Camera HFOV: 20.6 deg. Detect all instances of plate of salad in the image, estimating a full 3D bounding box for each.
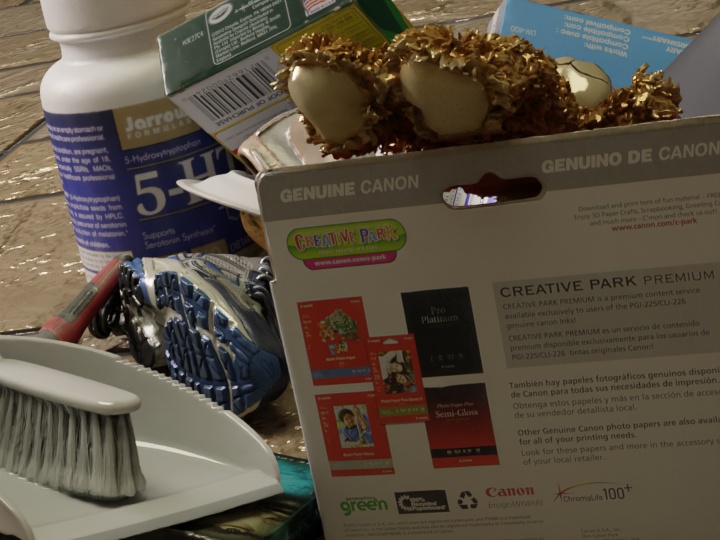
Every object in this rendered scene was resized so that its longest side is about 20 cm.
[{"bbox_3d":[-0.010,-0.016,1.124,0.199,0.048,0.200,14,5,-1],"label":"plate of salad"}]

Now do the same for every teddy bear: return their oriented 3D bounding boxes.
[{"bbox_3d":[0.053,-0.068,0.799,0.199,0.067,0.145,9,-13,-38],"label":"teddy bear"}]

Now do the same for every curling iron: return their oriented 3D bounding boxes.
[{"bbox_3d":[-0.165,0.049,1.104,0.025,0.050,0.200,-6,24,23],"label":"curling iron"}]

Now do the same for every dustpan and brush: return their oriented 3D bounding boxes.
[{"bbox_3d":[-0.142,0.046,0.797,0.199,0.058,0.139,16,15,36],"label":"dustpan and brush"}]

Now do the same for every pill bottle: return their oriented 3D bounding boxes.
[{"bbox_3d":[-0.133,-0.087,1.233,0.119,0.201,0.120,-12,17,4],"label":"pill bottle"}]

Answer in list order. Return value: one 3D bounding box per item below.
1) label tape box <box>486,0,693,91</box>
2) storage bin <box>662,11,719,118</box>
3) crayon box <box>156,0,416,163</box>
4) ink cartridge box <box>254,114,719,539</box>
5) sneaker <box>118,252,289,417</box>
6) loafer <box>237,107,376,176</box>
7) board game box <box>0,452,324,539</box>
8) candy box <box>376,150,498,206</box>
[{"bbox_3d":[0.147,-0.115,1.186,0.143,0.064,0.200,13,1,-1],"label":"label tape box"},{"bbox_3d":[0.231,-0.054,0.887,0.199,0.146,0.134,12,-30,-24],"label":"storage bin"},{"bbox_3d":[-0.016,-0.100,1.186,0.127,0.200,0.051,-24,55,17],"label":"crayon box"},{"bbox_3d":[0.075,0.022,0.788,0.199,0.176,0.084,-5,18,21],"label":"ink cartridge box"},{"bbox_3d":[-0.068,0.022,1.064,0.085,0.077,0.200,-14,17,-19],"label":"sneaker"},{"bbox_3d":[0.000,0.000,0.982,0.063,0.072,0.201,-23,59,-4],"label":"loafer"},{"bbox_3d":[-0.118,0.090,0.828,0.199,0.028,0.135,10,10,14],"label":"board game box"},{"bbox_3d":[0.090,-0.052,1.077,0.168,0.077,0.200,11,6,-32],"label":"candy box"}]
